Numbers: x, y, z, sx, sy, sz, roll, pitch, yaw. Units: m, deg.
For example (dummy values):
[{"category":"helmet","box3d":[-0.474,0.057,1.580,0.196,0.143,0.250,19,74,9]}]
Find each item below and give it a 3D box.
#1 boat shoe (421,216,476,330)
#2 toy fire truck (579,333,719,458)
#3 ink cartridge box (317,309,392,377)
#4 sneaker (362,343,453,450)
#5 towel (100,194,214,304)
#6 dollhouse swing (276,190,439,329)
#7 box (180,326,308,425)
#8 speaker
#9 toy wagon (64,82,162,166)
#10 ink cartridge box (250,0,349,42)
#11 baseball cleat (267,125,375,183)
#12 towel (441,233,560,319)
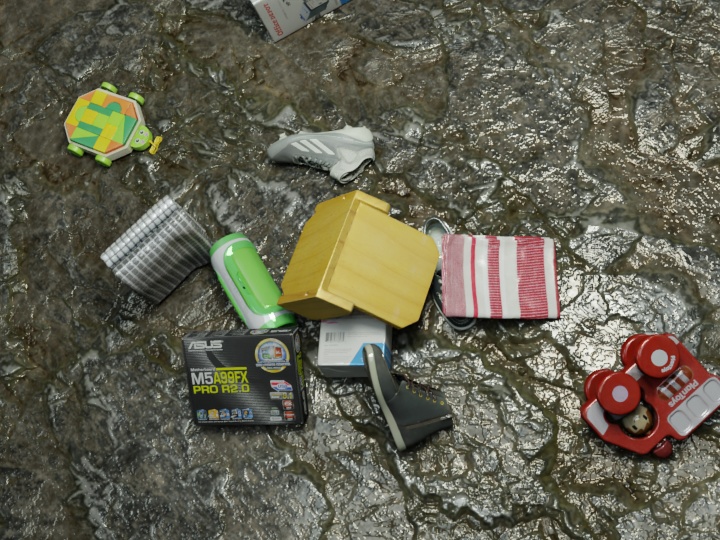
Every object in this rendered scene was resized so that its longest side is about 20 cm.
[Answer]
[{"category":"boat shoe","box3d":[0.147,0.004,1.676,0.075,0.060,0.201,-23,69,5]},{"category":"toy fire truck","box3d":[0.453,0.199,1.525,0.200,0.112,0.168,-43,87,-2]},{"category":"ink cartridge box","box3d":[-0.004,0.078,1.678,0.115,0.068,0.201,-1,66,12]},{"category":"sneaker","box3d":[0.076,0.189,1.588,0.106,0.200,0.075,-23,26,-2]},{"category":"towel","box3d":[-0.346,-0.028,1.729,0.166,0.200,0.086,-45,73,-5]},{"category":"dollhouse swing","box3d":[0.000,0.000,1.655,0.182,0.176,0.201,-13,51,54]},{"category":"box","box3d":[-0.195,0.181,1.667,0.199,0.044,0.161,-3,104,12]},{"category":"speaker","box3d":[-0.191,0.033,1.732,0.088,0.088,0.200,-33,68,1]},{"category":"toy wagon","box3d":[-0.483,-0.282,1.927,0.199,0.040,0.156,21,78,19]},{"category":"ink cartridge box","box3d":[-0.114,-0.546,1.870,0.200,0.146,0.086,-30,70,3]},{"category":"baseball cleat","box3d":[-0.073,-0.207,1.791,0.199,0.070,0.107,-11,70,10]},{"category":"towel","box3d":[0.234,0.010,1.640,0.199,0.023,0.145,2,72,-7]}]
